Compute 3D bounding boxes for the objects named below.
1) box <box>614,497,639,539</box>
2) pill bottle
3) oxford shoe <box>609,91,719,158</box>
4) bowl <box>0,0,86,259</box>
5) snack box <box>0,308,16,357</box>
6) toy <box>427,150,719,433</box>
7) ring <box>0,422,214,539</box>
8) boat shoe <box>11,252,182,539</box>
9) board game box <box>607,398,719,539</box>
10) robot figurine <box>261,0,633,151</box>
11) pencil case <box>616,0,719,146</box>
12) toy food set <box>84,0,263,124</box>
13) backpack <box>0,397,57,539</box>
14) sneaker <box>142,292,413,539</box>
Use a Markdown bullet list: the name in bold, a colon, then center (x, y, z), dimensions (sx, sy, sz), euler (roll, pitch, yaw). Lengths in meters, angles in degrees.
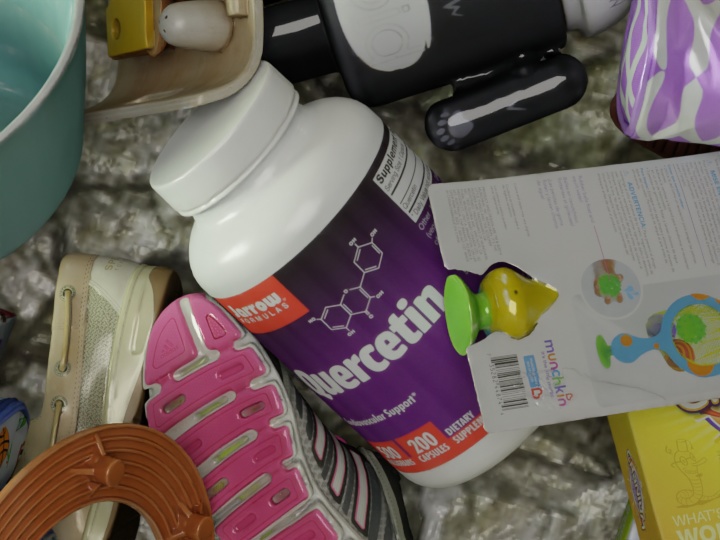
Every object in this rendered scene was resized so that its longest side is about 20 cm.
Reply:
- **box**: center (0.175, 0.164, 1.209), dimensions (0.121, 0.048, 0.201), euler (18, 89, 1)
- **pill bottle**: center (0.000, 0.000, 1.158), dimensions (0.200, 0.112, 0.112), euler (43, 90, -19)
- **oxford shoe**: center (0.219, -0.080, 1.211), dimensions (0.199, 0.071, 0.074), euler (9, 71, -3)
- **bowl**: center (-0.209, -0.070, 1.172), dimensions (0.200, 0.105, 0.202), euler (-8, 50, 10)
- **snack box**: center (-0.267, 0.092, 1.220), dimensions (0.142, 0.053, 0.201), euler (20, 90, 0)
- **toy**: center (0.130, 0.010, 1.132), dimensions (0.199, 0.047, 0.116), euler (-6, 70, -21)
- **ring**: center (-0.120, 0.164, 1.094), dimensions (0.019, 0.200, 0.201), euler (16, 90, 32)
- **boat shoe**: center (-0.138, 0.091, 1.211), dimensions (0.065, 0.072, 0.201), euler (11, 84, 7)
- **board game box**: center (0.192, 0.069, 1.165), dimensions (0.152, 0.040, 0.201), euler (-10, 68, -10)
- **robot figurine**: center (0.039, -0.149, 1.183), dimensions (0.199, 0.125, 0.151), euler (-18, 119, 1)
- **pencil case**: center (0.212, -0.091, 1.131), dimensions (0.199, 0.084, 0.086), euler (5, 103, -6)
- **toy food set**: center (-0.107, -0.170, 1.170), dimensions (0.060, 0.143, 0.201), euler (-2, 89, -31)
- **backpack**: center (-0.218, 0.125, 1.106), dimensions (0.154, 0.200, 0.191), euler (26, 84, -5)
- **sneaker**: center (-0.032, 0.098, 1.199), dimensions (0.074, 0.087, 0.200), euler (-33, 89, 22)
